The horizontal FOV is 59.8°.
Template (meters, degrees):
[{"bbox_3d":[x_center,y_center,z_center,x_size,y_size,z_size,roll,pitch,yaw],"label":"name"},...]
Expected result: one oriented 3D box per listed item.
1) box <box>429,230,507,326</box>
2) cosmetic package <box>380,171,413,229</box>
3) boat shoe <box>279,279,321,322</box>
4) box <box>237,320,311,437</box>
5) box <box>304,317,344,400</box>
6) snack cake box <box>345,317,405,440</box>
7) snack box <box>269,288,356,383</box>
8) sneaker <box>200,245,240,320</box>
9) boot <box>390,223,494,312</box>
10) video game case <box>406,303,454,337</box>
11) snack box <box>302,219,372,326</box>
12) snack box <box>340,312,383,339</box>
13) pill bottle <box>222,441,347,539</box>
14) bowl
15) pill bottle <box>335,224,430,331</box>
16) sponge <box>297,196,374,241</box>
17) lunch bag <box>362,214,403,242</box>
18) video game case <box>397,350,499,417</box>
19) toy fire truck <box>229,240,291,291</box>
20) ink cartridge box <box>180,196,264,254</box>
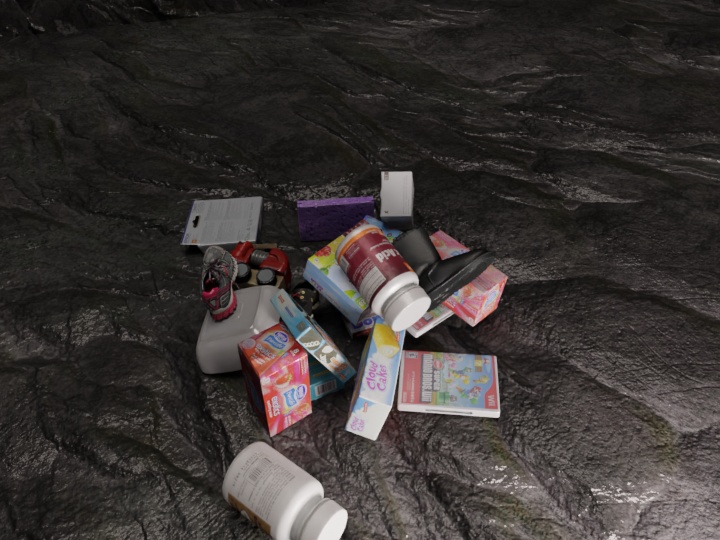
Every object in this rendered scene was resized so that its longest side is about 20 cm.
[{"bbox_3d":[0.214,0.013,1.400,0.094,0.104,0.199,-29,53,-36],"label":"box"},{"bbox_3d":[0.094,-0.172,1.573,0.079,0.115,0.200,1,-3,5],"label":"cosmetic package"},{"bbox_3d":[-0.133,0.071,1.329,0.072,0.064,0.202,-11,13,12],"label":"boat shoe"},{"bbox_3d":[-0.157,0.206,1.175,0.099,0.202,0.096,-26,52,-24],"label":"box"},{"bbox_3d":[-0.108,0.175,1.325,0.081,0.050,0.201,-18,44,-17],"label":"box"},{"bbox_3d":[0.030,0.208,1.223,0.066,0.116,0.202,18,42,-3],"label":"snack cake box"},{"bbox_3d":[-0.088,0.128,1.193,0.037,0.200,0.116,-40,49,-2],"label":"snack box"},{"bbox_3d":[-0.310,0.011,1.358,0.079,0.075,0.201,-23,43,1],"label":"sneaker"},{"bbox_3d":[0.159,-0.028,1.316,0.197,0.073,0.164,-37,66,6],"label":"boot"},{"bbox_3d":[0.145,0.062,1.423,0.198,0.018,0.143,-27,53,-35],"label":"video game case"},{"bbox_3d":[0.000,0.000,1.379,0.168,0.068,0.199,42,51,14],"label":"snack box"},{"bbox_3d":[0.059,0.095,1.422,0.197,0.025,0.072,-17,46,-16],"label":"snack box"},{"bbox_3d":[-0.125,0.384,1.043,0.198,0.116,0.114,25,48,28],"label":"pill bottle"},{"bbox_3d":[-0.261,0.113,1.346,0.197,0.075,0.202,-13,40,17],"label":"bowl"},{"bbox_3d":[0.045,0.014,1.256,0.113,0.115,0.201,-26,62,-24],"label":"pill bottle"},{"bbox_3d":[-0.062,-0.131,1.616,0.196,0.113,0.030,-4,39,-1],"label":"sponge"},{"bbox_3d":[0.024,-0.013,1.514,0.149,0.095,0.201,26,61,25],"label":"lunch bag"},{"bbox_3d":[0.177,0.225,1.265,0.196,0.018,0.144,3,41,6],"label":"video game case"},{"bbox_3d":[-0.238,-0.019,1.513,0.173,0.130,0.202,11,53,15],"label":"toy fire truck"},{"bbox_3d":[-0.364,-0.121,1.675,0.196,0.041,0.201,-2,42,1],"label":"ink cartridge box"}]
